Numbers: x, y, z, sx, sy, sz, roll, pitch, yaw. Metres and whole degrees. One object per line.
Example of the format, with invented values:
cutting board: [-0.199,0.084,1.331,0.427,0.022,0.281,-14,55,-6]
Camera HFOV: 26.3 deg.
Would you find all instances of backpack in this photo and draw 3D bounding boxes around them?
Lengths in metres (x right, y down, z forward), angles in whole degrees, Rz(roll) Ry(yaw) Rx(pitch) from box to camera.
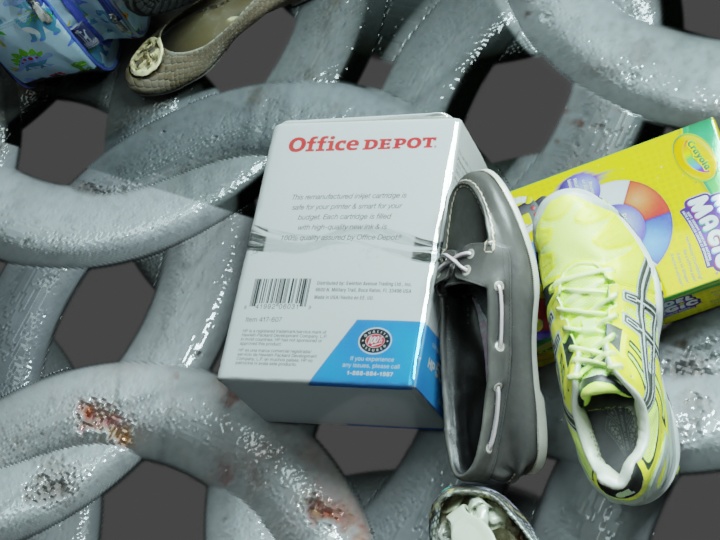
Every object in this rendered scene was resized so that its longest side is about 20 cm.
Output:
backpack: [-0.259,-0.272,1.246,0.146,0.200,0.184,-12,60,21]

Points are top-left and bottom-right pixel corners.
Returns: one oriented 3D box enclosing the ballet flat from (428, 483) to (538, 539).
ballet flat: [0.098,0.208,0.925,0.072,0.072,0.201,-36,56,2]

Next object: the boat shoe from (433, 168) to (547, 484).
boat shoe: [0.075,0.036,0.972,0.067,0.057,0.201,-13,84,58]

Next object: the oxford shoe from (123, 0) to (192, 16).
oxford shoe: [-0.149,-0.274,1.247,0.084,0.073,0.200,23,48,12]

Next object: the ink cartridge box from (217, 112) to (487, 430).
ink cartridge box: [0.000,0.000,1.064,0.145,0.084,0.201,1,64,24]

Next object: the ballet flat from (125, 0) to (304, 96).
ballet flat: [-0.110,-0.210,1.243,0.200,0.046,0.068,-31,56,6]

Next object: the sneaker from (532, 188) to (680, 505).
sneaker: [0.152,0.044,0.941,0.075,0.076,0.201,-18,83,16]

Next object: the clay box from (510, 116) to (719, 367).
clay box: [0.183,-0.021,1.017,0.199,0.048,0.115,-21,61,14]
